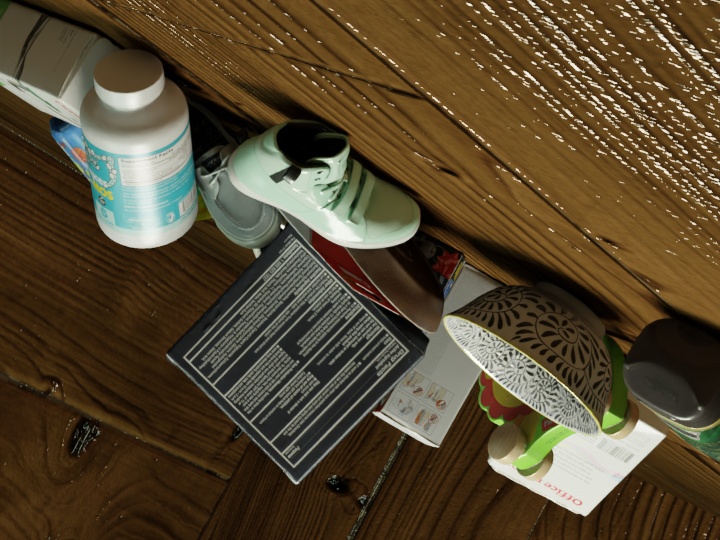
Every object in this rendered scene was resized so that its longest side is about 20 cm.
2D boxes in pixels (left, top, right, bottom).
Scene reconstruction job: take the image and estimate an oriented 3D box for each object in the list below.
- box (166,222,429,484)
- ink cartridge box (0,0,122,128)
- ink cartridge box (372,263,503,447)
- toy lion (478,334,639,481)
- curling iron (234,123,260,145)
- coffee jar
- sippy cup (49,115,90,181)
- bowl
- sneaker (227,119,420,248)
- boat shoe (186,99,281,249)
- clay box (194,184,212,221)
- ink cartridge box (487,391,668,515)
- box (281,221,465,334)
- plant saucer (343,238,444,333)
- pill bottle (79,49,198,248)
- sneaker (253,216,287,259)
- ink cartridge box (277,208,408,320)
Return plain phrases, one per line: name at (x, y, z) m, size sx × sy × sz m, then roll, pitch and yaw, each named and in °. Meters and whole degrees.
box at (-0.064, 0.084, 1.716) m, size 0.198 × 0.200 × 0.123 m, roll 45°, pitch -172°, yaw 1°
ink cartridge box at (-0.320, -0.214, 1.742) m, size 0.200 × 0.085 × 0.146 m, roll 25°, pitch 174°, yaw 41°
ink cartridge box at (0.099, 0.104, 1.906) m, size 0.084 × 0.200 × 0.176 m, roll 30°, pitch 174°, yaw 0°
toy lion at (0.215, 0.125, 1.807) m, size 0.069 × 0.192 × 0.200 m, roll 30°, pitch 134°, yaw -32°
curling iron at (-0.116, -0.135, 1.770) m, size 0.050 × 0.026 × 0.200 m, roll 51°, pitch 178°, yaw -4°
coffee jar at (0.318, 0.114, 1.486) m, size 0.104 × 0.086 × 0.200 m, roll 29°, pitch 177°, yaw 32°
sippy cup at (-0.307, -0.166, 1.965) m, size 0.177 × 0.140 × 0.130 m, roll -14°, pitch 132°, yaw 45°
bowl at (0.193, 0.075, 1.654) m, size 0.200 × 0.094 × 0.201 m, roll 37°, pitch 169°, yaw 8°
sneaker at (-0.015, -0.080, 1.500) m, size 0.200 × 0.074 × 0.118 m, roll 19°, pitch 160°, yaw -21°
boat shoe at (-0.153, -0.106, 1.711) m, size 0.201 × 0.070 × 0.072 m, roll 56°, pitch -177°, yaw 33°
clay box at (-0.190, -0.104, 1.834) m, size 0.115 × 0.048 × 0.200 m, roll 27°, pitch -158°, yaw 29°
ink cartridge box at (0.265, 0.190, 1.932) m, size 0.145 × 0.088 × 0.200 m, roll 29°, pitch 133°, yaw -4°
box at (0.000, 0.000, 1.807) m, size 0.199 × 0.137 × 0.040 m, roll 27°, pitch 175°, yaw 12°
plant saucer at (0.026, -0.024, 1.649) m, size 0.200 × 0.032 × 0.200 m, roll 47°, pitch -167°, yaw -14°
pill bottle at (-0.228, -0.128, 1.644) m, size 0.111 × 0.111 × 0.200 m, roll 26°, pitch 141°, yaw 24°
sneaker at (-0.114, -0.061, 1.933) m, size 0.200 × 0.073 × 0.071 m, roll 55°, pitch 176°, yaw 9°
ink cartridge box at (-0.022, -0.042, 1.662) m, size 0.200 × 0.050 × 0.162 m, roll 45°, pitch -173°, yaw 29°
